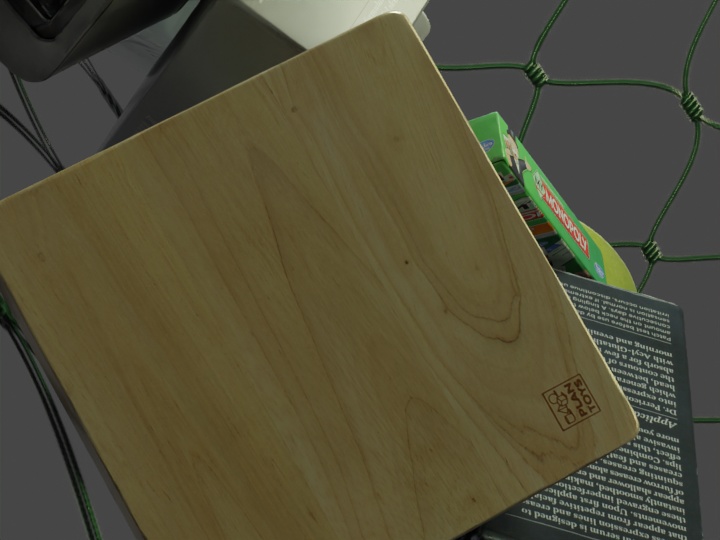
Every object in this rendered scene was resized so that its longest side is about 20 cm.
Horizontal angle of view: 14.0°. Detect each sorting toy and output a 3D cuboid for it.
[{"bbox_3d":[-0.026,0.030,1.183,0.200,0.199,0.070,61,-17,7],"label":"sorting toy"}]

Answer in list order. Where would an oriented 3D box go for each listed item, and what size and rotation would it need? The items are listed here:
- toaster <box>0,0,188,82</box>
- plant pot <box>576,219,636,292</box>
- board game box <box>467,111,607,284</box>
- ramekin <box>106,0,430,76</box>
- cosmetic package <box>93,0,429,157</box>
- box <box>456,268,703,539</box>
[{"bbox_3d":[-0.135,-0.205,1.326,0.181,0.200,0.119,50,43,4],"label":"toaster"},{"bbox_3d":[0.070,0.093,1.661,0.187,0.187,0.200,53,24,-33],"label":"plant pot"},{"bbox_3d":[0.000,0.000,1.381,0.135,0.200,0.029,49,29,-51],"label":"board game box"},{"bbox_3d":[-0.070,-0.145,1.661,0.200,0.098,0.200,29,-6,3],"label":"ramekin"},{"bbox_3d":[-0.047,-0.093,1.374,0.090,0.107,0.200,38,-34,-8],"label":"cosmetic package"},{"bbox_3d":[0.076,0.116,1.320,0.107,0.149,0.200,16,37,-10],"label":"box"}]
